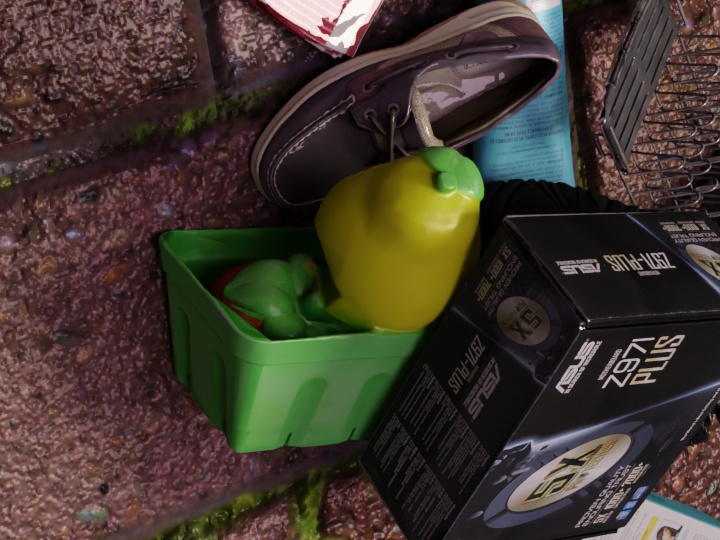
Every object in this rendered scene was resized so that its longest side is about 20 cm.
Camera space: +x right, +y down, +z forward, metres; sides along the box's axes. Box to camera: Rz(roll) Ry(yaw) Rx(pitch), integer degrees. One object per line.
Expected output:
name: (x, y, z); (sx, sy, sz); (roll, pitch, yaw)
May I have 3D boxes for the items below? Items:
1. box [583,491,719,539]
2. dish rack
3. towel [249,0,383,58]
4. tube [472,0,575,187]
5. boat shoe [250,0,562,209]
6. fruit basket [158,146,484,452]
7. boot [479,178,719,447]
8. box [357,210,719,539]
box: (0.183, 0.192, 1.321); (0.200, 0.049, 0.082); (25, 93, -42)
dish rack: (0.216, -0.083, 1.238); (0.200, 0.055, 0.153); (59, 43, -39)
towel: (-0.047, -0.230, 1.098); (0.200, 0.023, 0.144); (32, 84, -35)
tube: (0.102, -0.124, 1.205); (0.077, 0.050, 0.200); (-7, 112, -10)
boat shoe: (0.029, -0.094, 1.136); (0.200, 0.065, 0.072); (-28, 121, -5)
fruit basket: (0.000, 0.000, 1.108); (0.216, 0.156, 0.216); (-16, 126, -23)
boot: (0.154, 0.032, 1.217); (0.198, 0.073, 0.163); (10, 134, 4)
box: (0.119, 0.066, 1.095); (0.164, 0.086, 0.200); (-2, 134, -39)
